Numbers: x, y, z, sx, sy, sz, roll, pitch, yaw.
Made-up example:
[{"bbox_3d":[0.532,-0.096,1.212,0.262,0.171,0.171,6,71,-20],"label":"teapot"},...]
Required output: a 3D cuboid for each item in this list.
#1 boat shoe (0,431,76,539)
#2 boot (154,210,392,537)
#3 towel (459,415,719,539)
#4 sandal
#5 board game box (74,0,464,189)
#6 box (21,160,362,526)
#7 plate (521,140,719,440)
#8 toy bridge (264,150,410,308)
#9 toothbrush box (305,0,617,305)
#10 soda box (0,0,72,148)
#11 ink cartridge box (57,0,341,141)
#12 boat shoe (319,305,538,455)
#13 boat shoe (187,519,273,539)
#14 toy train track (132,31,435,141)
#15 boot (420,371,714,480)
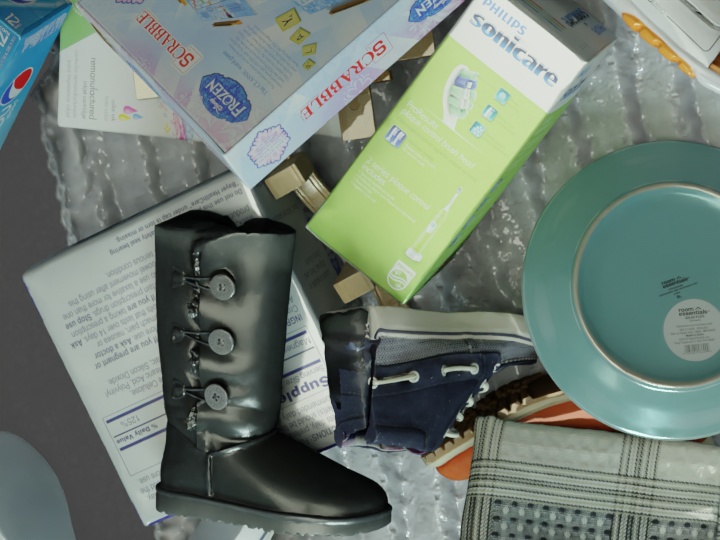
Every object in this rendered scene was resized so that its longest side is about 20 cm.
[{"bbox_3d":[-0.241,0.219,1.541,0.066,0.070,0.201,-36,85,44],"label":"boat shoe"},{"bbox_3d":[-0.056,0.066,1.354,0.164,0.066,0.201,5,98,10],"label":"boot"},{"bbox_3d":[0.161,0.199,1.339,0.199,0.035,0.194,9,70,-1],"label":"towel"},{"bbox_3d":[0.194,-0.184,1.331,0.206,0.079,0.059,39,111,5],"label":"sandal"},{"bbox_3d":[-0.054,-0.176,1.307,0.199,0.041,0.200,-41,50,-4],"label":"board game box"},{"bbox_3d":[-0.101,0.045,1.443,0.183,0.105,0.201,-24,95,17],"label":"box"},{"bbox_3d":[0.206,0.011,1.358,0.199,0.026,0.201,0,81,1],"label":"plate"},{"bbox_3d":[0.000,0.000,1.425,0.027,0.067,0.201,-28,102,19],"label":"toy bridge"},{"bbox_3d":[0.069,-0.091,1.349,0.086,0.146,0.200,39,109,4],"label":"toothbrush box"},{"bbox_3d":[-0.276,-0.126,1.437,0.068,0.064,0.200,39,130,5],"label":"soda box"},{"bbox_3d":[-0.103,-0.150,1.420,0.199,0.067,0.118,6,103,13],"label":"ink cartridge box"},{"bbox_3d":[0.052,0.075,1.364,0.074,0.199,0.093,-9,80,47],"label":"boat shoe"},{"bbox_3d":[-0.103,0.241,1.514,0.070,0.071,0.200,27,105,-21],"label":"boat shoe"},{"bbox_3d":[-0.049,-0.138,1.360,0.199,0.033,0.115,-8,93,5],"label":"toy train track"},{"bbox_3d":[0.143,0.119,1.416,0.199,0.075,0.108,-23,100,17],"label":"boot"}]
